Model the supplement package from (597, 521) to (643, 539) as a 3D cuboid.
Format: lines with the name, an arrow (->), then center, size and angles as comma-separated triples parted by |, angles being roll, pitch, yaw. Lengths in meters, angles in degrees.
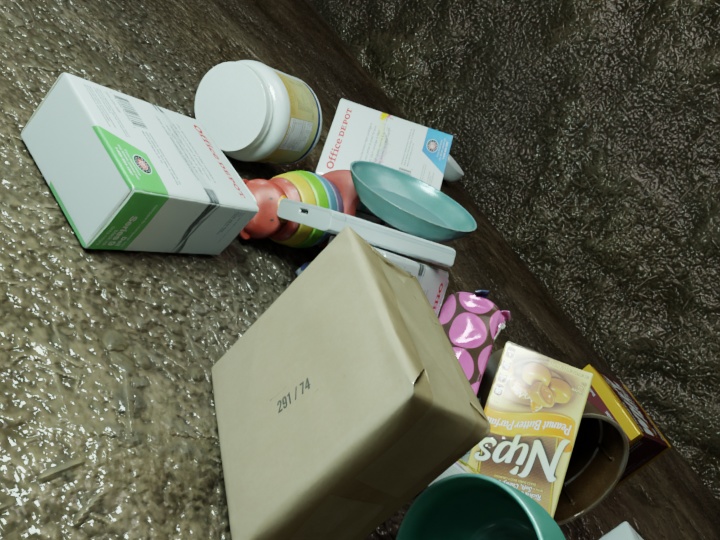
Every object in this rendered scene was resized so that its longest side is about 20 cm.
supplement package -> 0.393, 0.473, 0.873 | 0.200, 0.117, 0.118 | 43, 19, -12

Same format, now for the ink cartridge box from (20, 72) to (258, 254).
ink cartridge box -> -0.217, -0.098, 0.662 | 0.147, 0.084, 0.199 | 54, 19, 16

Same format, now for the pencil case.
pencil case -> 0.126, 0.129, 0.830 | 0.091, 0.204, 0.091 | 16, -24, 18

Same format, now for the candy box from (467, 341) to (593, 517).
candy box -> 0.203, 0.207, 0.793 | 0.112, 0.205, 0.055 | 18, -15, 16

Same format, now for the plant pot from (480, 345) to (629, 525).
plant pot -> 0.256, 0.231, 0.953 | 0.199, 0.201, 0.199 | 36, 13, -29

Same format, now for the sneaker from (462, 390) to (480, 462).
sneaker -> 0.137, 0.204, 0.871 | 0.075, 0.087, 0.203 | 17, 37, -59

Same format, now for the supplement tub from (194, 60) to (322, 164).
supplement tub -> -0.155, -0.244, 1.000 | 0.145, 0.144, 0.199 | 50, 19, 8

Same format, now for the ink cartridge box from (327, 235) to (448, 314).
ink cartridge box -> 0.023, 0.052, 0.795 | 0.084, 0.151, 0.199 | 19, 3, 27

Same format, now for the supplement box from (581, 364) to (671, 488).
supplement box -> 0.389, 0.292, 1.095 | 0.198, 0.197, 0.134 | 25, 27, -47

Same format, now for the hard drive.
hard drive -> 0.008, -0.047, 0.803 | 0.196, 0.027, 0.131 | 15, 3, -36

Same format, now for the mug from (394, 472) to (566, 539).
mug -> 0.109, 0.288, 0.578 | 0.151, 0.188, 0.114 | 32, -2, 43

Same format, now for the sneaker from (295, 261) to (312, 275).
sneaker -> 0.000, 0.000, 0.917 | 0.081, 0.115, 0.198 | 54, 19, 26

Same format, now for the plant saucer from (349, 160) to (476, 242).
plant saucer -> 0.068, -0.092, 0.893 | 0.195, 0.037, 0.201 | 22, 22, -9

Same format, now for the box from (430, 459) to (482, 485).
box -> 0.088, 0.223, 0.721 | 0.197, 0.042, 0.039 | 34, 4, -3

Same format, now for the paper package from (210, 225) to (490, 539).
paper package -> -0.023, 0.104, 0.527 | 0.102, 0.200, 0.193 | 31, 23, -39

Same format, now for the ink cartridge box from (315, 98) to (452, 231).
ink cartridge box -> 0.031, -0.157, 1.062 | 0.194, 0.150, 0.147 | 18, -22, 0

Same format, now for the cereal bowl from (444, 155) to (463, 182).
cereal bowl -> 0.320, -0.427, 2.549 | 0.199, 0.083, 0.201 | 43, 19, -18

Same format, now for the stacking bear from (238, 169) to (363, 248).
stacking bear -> -0.096, -0.084, 0.883 | 0.111, 0.126, 0.198 | 10, 9, 32
